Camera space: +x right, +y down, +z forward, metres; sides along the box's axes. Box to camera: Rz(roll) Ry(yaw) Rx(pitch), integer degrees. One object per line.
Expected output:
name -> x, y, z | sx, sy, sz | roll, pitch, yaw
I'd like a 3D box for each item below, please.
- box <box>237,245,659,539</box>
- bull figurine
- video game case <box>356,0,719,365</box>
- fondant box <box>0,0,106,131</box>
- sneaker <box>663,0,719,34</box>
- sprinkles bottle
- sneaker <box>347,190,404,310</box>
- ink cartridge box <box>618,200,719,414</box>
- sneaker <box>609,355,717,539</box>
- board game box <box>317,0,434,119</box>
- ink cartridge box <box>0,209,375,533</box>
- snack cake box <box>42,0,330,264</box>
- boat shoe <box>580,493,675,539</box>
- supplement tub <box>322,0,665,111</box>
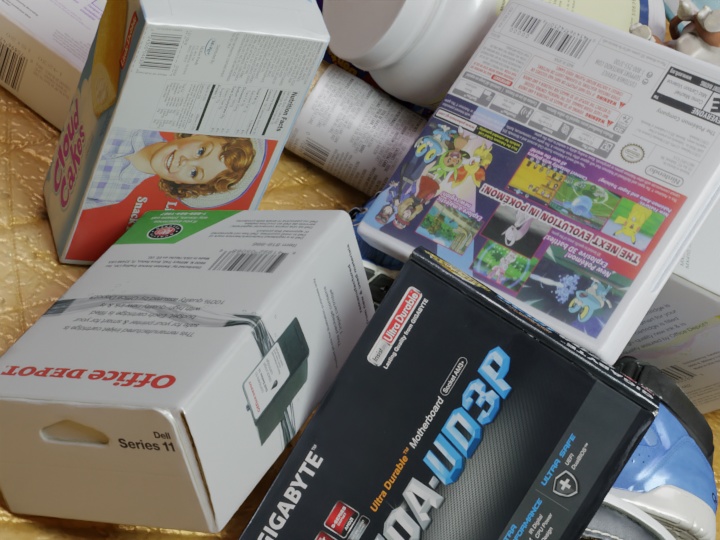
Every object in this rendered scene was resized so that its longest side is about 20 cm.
box -> 0.046, 0.112, 1.120 | 0.158, 0.201, 0.046 | 33, 9, 5
bull figurine -> 0.253, -0.097, 1.304 | 0.200, 0.065, 0.121 | 45, 5, 29
video game case -> 0.117, -0.059, 1.202 | 0.199, 0.183, 0.023 | 28, -10, 39
fondant box -> -0.166, -0.176, 1.394 | 0.144, 0.058, 0.200 | 37, 43, 10
sneaker -> 0.248, -0.244, 1.439 | 0.079, 0.131, 0.201 | 9, 40, -50
sprinkles bottle -> 0.008, -0.087, 1.388 | 0.199, 0.068, 0.068 | 30, 41, 2
sneaker -> 0.000, 0.000, 1.304 | 0.199, 0.079, 0.089 | 3, 39, -37
ink cartridge box -> 0.191, 0.007, 1.283 | 0.199, 0.145, 0.083 | 25, 61, -30
sneaker -> 0.131, 0.096, 1.262 | 0.199, 0.077, 0.112 | 23, 47, -12
board game box -> 0.020, -0.188, 1.514 | 0.134, 0.045, 0.200 | -17, 58, -39
ink cartridge box -> -0.100, 0.050, 1.136 | 0.146, 0.084, 0.200 | 2, 32, 30
snack cake box -> -0.107, -0.091, 1.231 | 0.114, 0.201, 0.067 | 2, 47, -26
boat shoe -> 0.087, 0.156, 1.190 | 0.198, 0.076, 0.061 | 16, 40, 5
supplement tub -> 0.089, -0.170, 1.385 | 0.199, 0.145, 0.146 | 17, 41, -30
